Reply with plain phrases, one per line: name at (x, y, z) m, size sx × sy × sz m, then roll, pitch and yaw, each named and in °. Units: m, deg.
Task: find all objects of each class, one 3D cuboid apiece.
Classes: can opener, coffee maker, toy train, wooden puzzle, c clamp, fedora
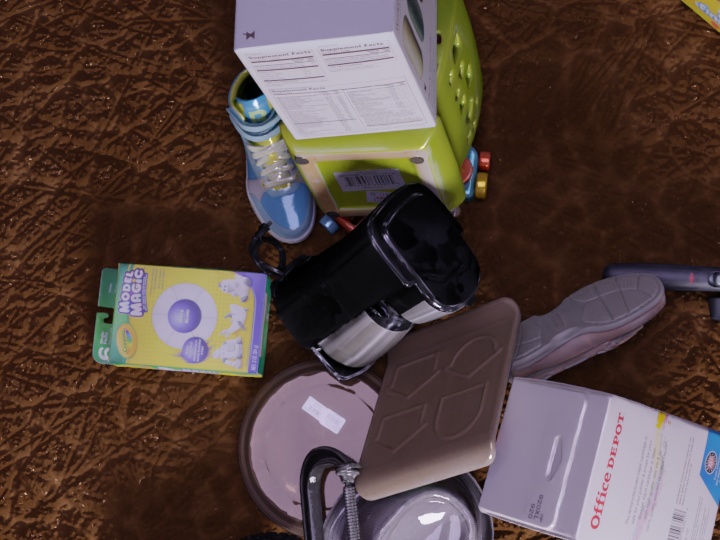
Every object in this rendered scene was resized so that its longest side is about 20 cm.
can opener at (0.364, 0.012, 1.606) m, size 0.198 × 0.063 × 0.079 m, roll 8°, pitch 81°, yaw 6°
coffee maker at (0.000, 0.000, 1.544) m, size 0.191 × 0.200 × 0.135 m, roll 32°, pitch 50°, yaw -18°
toy train at (0.054, -0.094, 1.654) m, size 0.200 × 0.056 × 0.150 m, roll -44°, pitch 80°, yaw -3°
wooden puzzle at (0.089, 0.141, 1.543) m, size 0.184 × 0.046 × 0.201 m, roll -24°, pitch 39°, yaw 37°
c clamp at (-0.016, 0.276, 1.527) m, size 0.027 × 0.171 × 0.202 m, roll -1°, pitch 72°, yaw -28°
fedora at (0.052, 0.294, 1.555) m, size 0.200 × 0.090 × 0.177 m, roll -38°, pitch 92°, yaw -1°

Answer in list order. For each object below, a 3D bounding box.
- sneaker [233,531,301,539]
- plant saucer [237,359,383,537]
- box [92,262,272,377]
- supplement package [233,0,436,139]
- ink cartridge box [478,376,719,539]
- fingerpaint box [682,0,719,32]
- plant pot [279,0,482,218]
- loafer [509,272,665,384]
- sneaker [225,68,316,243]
sneaker at (-0.149, 0.345, 1.596) m, size 0.198 × 0.076 × 0.088 m, roll -15°, pitch 89°, yaw 9°
plant saucer at (-0.040, 0.197, 1.627) m, size 0.198 × 0.029 × 0.202 m, roll -1°, pitch 80°, yaw 5°
box at (-0.205, 0.054, 1.656) m, size 0.198 × 0.048 × 0.118 m, roll 3°, pitch 80°, yaw 7°
supplement package at (-0.017, -0.238, 1.393) m, size 0.149 × 0.200 × 0.153 m, roll -4°, pitch 71°, yaw 14°
ink cartridge box at (0.250, 0.208, 1.493) m, size 0.199 × 0.144 × 0.148 m, roll 22°, pitch 80°, yaw -36°
fingerpaint box at (0.453, -0.347, 1.654) m, size 0.200 × 0.073 × 0.167 m, roll 42°, pitch 85°, yaw 11°
plant pot at (0.020, -0.170, 1.569) m, size 0.198 × 0.199 × 0.183 m, roll -1°, pitch 64°, yaw 14°
loafer at (0.242, 0.067, 1.601) m, size 0.199 × 0.063 × 0.072 m, roll -24°, pitch 41°, yaw 9°
sneaker at (-0.103, -0.134, 1.636) m, size 0.079 × 0.131 × 0.202 m, roll -17°, pitch 80°, yaw 0°
